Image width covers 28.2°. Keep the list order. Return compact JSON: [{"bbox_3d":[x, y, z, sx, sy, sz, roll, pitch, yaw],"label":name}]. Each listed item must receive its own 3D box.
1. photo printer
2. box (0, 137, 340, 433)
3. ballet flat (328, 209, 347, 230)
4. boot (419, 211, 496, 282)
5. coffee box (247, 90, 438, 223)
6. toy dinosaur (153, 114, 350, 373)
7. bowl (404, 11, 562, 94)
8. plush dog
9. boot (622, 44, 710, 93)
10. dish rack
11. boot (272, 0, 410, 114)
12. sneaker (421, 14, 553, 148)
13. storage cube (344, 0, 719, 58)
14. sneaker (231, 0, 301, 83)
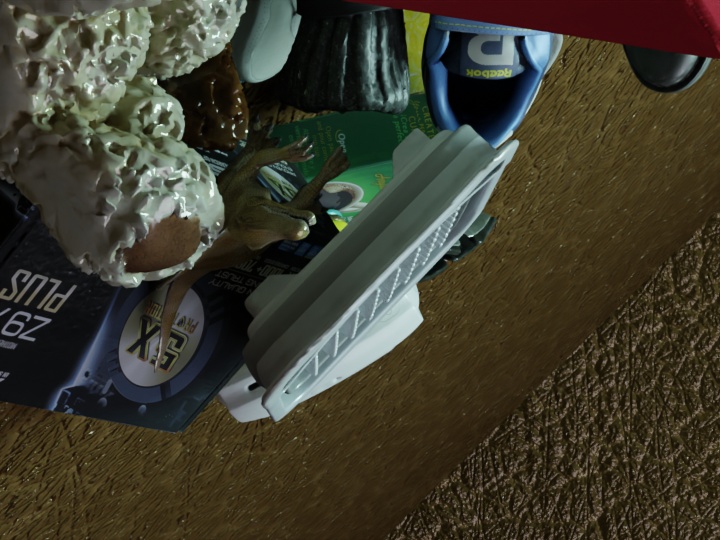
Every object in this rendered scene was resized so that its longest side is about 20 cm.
[{"bbox_3d":[-0.038,0.034,1.073,0.166,0.070,0.200,-29,-166,4],"label":"photo printer"},{"bbox_3d":[-0.136,-0.007,0.780,0.164,0.086,0.200,-47,143,18],"label":"box"},{"bbox_3d":[-0.096,0.014,0.919,0.200,0.067,0.067,-13,165,5],"label":"ballet flat"},{"bbox_3d":[0.047,-0.064,1.061,0.200,0.131,0.068,-42,167,-51],"label":"boot"},{"bbox_3d":[-0.034,-0.057,0.923,0.200,0.044,0.123,-13,164,4],"label":"coffee box"},{"bbox_3d":[-0.065,-0.020,0.689,0.101,0.058,0.200,-47,-175,-29],"label":"toy dinosaur"},{"bbox_3d":[0.068,-0.162,0.935,0.200,0.108,0.200,-39,163,-14],"label":"bowl"},{"bbox_3d":[-0.106,-0.118,0.615,0.172,0.160,0.200,-44,147,-53],"label":"plush dog"},{"bbox_3d":[0.134,-0.186,0.809,0.069,0.200,0.174,0,-163,36],"label":"boot"},{"bbox_3d":[0.000,0.000,0.734,0.172,0.044,0.200,-46,174,-8],"label":"dish rack"},{"bbox_3d":[-0.010,-0.151,0.670,0.211,0.079,0.158,-12,114,-75],"label":"boot"},{"bbox_3d":[0.069,-0.142,0.700,0.200,0.074,0.082,93,4,-46],"label":"sneaker"},{"bbox_3d":[0.042,-0.192,0.468,0.180,0.200,0.171,31,77,-55],"label":"storage cube"},{"bbox_3d":[0.002,-0.173,0.799,0.200,0.081,0.077,-44,166,9],"label":"sneaker"}]
